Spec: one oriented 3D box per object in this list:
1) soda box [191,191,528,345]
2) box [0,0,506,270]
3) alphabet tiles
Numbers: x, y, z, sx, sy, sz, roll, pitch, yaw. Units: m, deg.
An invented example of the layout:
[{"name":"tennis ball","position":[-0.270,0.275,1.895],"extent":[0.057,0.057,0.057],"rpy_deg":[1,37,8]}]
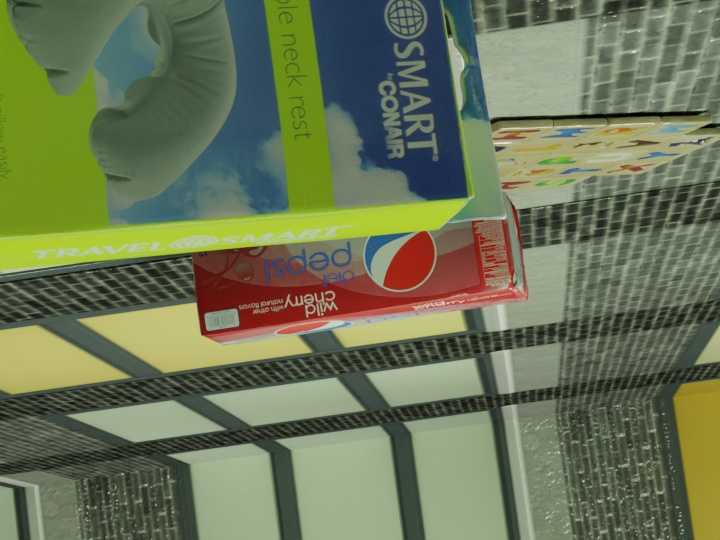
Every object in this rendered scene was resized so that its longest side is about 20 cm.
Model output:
[{"name":"soda box","position":[0.000,0.000,1.487],"extent":[0.200,0.064,0.070],"rpy_deg":[-8,172,9]},{"name":"box","position":[-0.050,-0.068,0.775],"extent":[0.200,0.122,0.048],"rpy_deg":[-5,170,-16]},{"name":"alphabet tiles","position":[0.097,-0.063,1.343],"extent":[0.200,0.006,0.166],"rpy_deg":[-3,171,-25]}]
